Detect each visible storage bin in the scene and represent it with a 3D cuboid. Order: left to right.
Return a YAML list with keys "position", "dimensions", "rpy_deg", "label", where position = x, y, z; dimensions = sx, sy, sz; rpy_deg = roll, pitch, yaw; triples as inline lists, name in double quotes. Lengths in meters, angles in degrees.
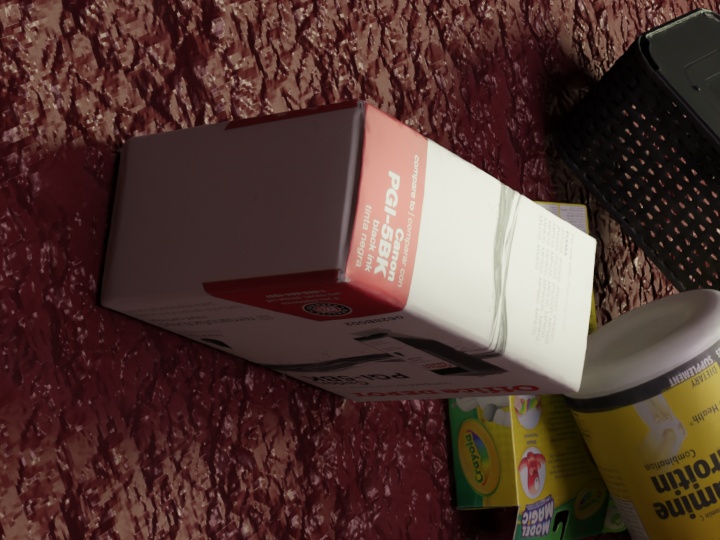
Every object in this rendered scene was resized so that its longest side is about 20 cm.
- position: [0.238, -0.058, 1.140]
  dimensions: [0.200, 0.094, 0.135]
  rpy_deg: [50, 38, 10]
  label: "storage bin"

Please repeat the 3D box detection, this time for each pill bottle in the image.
- position: [0.202, 0.121, 1.025]
  dimensions: [0.112, 0.111, 0.201]
  rpy_deg: [-39, 105, -49]
  label: "pill bottle"

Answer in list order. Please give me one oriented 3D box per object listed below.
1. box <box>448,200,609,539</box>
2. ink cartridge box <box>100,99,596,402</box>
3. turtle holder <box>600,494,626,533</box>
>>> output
- position: [0.098, 0.062, 1.049]
  dimensions: [0.117, 0.048, 0.202]
  rpy_deg: [1, 81, -54]
  label: "box"
- position: [0.000, 0.000, 0.838]
  dimensions: [0.199, 0.146, 0.084]
  rpy_deg: [25, 66, -48]
  label: "ink cartridge box"
- position: [0.229, 0.124, 1.139]
  dimensions: [0.185, 0.140, 0.133]
  rpy_deg: [-4, 94, -56]
  label: "turtle holder"
